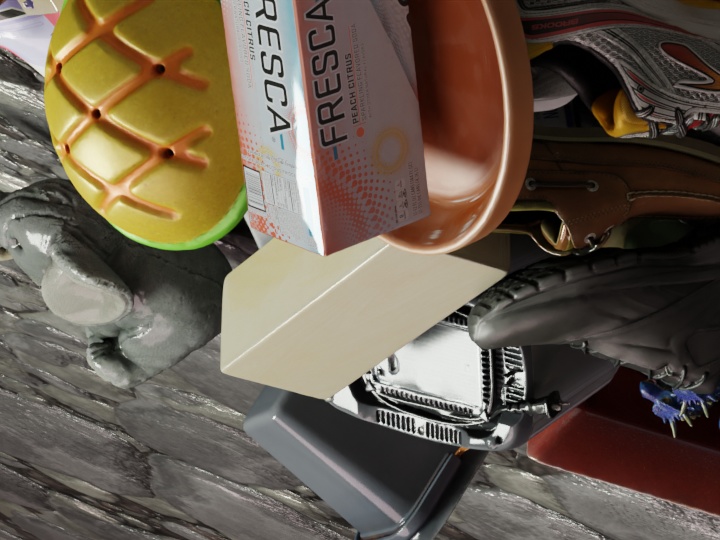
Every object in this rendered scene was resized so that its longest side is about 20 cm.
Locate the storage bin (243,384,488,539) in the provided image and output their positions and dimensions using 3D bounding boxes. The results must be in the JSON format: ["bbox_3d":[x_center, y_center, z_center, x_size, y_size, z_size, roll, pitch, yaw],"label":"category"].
[{"bbox_3d":[0.023,0.075,1.855,0.134,0.201,0.145,35,163,-10],"label":"storage bin"}]

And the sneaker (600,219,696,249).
[{"bbox_3d":[0.238,0.018,1.605,0.200,0.067,0.090,30,155,-24],"label":"sneaker"}]

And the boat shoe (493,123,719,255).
[{"bbox_3d":[0.112,-0.039,1.498,0.198,0.068,0.072,7,161,-7],"label":"boat shoe"}]

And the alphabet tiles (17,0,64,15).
[{"bbox_3d":[-0.150,-0.168,1.492,0.167,0.008,0.201,2,130,51],"label":"alphabet tiles"}]

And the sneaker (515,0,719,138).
[{"bbox_3d":[0.151,-0.089,1.336,0.199,0.083,0.078,24,164,-7],"label":"sneaker"}]

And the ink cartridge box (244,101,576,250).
[{"bbox_3d":[0.025,-0.067,1.592,0.199,0.041,0.200,-10,158,4],"label":"ink cartridge box"}]

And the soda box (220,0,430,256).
[{"bbox_3d":[-0.020,-0.113,1.303,0.063,0.068,0.201,21,125,48],"label":"soda box"}]

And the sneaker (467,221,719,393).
[{"bbox_3d":[0.158,0.027,1.529,0.199,0.091,0.076,-10,-174,-5],"label":"sneaker"}]

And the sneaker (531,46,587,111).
[{"bbox_3d":[0.043,-0.120,1.431,0.200,0.071,0.080,20,171,39],"label":"sneaker"}]

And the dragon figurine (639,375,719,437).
[{"bbox_3d":[0.255,0.081,1.701,0.199,0.100,0.059,32,162,-28],"label":"dragon figurine"}]

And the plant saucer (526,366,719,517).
[{"bbox_3d":[0.206,0.102,1.789,0.199,0.037,0.200,16,-165,0],"label":"plant saucer"}]

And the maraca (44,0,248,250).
[{"bbox_3d":[-0.103,-0.109,1.407,0.136,0.202,0.107,2,-166,32],"label":"maraca"}]

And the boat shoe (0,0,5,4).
[{"bbox_3d":[-0.216,-0.184,1.480,0.070,0.070,0.200,40,150,16],"label":"boat shoe"}]

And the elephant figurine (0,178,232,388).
[{"bbox_3d":[-0.187,-0.014,1.949,0.200,0.155,0.142,47,-169,-45],"label":"elephant figurine"}]

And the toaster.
[{"bbox_3d":[0.074,0.034,1.707,0.199,0.129,0.114,11,115,38],"label":"toaster"}]

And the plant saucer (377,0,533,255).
[{"bbox_3d":[0.020,-0.107,1.341,0.200,0.032,0.201,35,135,43],"label":"plant saucer"}]

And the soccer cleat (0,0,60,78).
[{"bbox_3d":[-0.199,-0.157,1.662,0.199,0.067,0.076,34,130,-16],"label":"soccer cleat"}]

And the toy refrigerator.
[{"bbox_3d":[0.000,0.000,1.590,0.076,0.070,0.200,15,150,-26],"label":"toy refrigerator"}]
